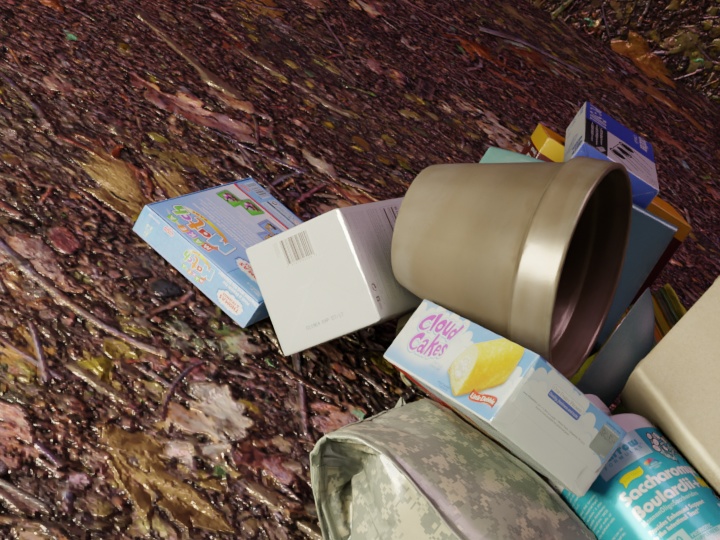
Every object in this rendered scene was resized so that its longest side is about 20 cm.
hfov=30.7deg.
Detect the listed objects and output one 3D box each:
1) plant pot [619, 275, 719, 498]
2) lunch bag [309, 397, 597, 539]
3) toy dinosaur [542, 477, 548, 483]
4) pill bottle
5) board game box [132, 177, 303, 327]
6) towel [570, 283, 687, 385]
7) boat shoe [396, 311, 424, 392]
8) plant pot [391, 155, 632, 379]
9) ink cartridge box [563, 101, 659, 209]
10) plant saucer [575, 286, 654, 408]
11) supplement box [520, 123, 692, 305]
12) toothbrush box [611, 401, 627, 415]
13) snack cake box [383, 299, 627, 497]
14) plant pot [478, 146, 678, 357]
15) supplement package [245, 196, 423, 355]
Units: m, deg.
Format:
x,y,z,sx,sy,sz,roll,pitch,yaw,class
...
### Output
x,y,z,sx,sy,sz,roll,pitch,yaw,class
0.341,0.113,1.154,0.177,0.200,0.200,42,-6,14,plant pot
0.061,0.194,1.037,0.200,0.118,0.164,47,25,18,lunch bag
0.234,0.219,1.217,0.200,0.101,0.058,48,28,-25,toy dinosaur
0.231,0.196,1.090,0.111,0.111,0.200,6,36,-45,pill bottle
-0.114,-0.024,1.325,0.151,0.037,0.200,41,25,13,board game box
0.255,0.085,1.400,0.018,0.200,0.086,57,10,-30,towel
0.111,0.117,1.309,0.200,0.075,0.069,30,51,-25,boat shoe
0.130,-0.019,1.180,0.173,0.200,0.200,17,17,26,plant pot
0.270,-0.122,1.421,0.094,0.044,0.200,33,21,-3,ink cartridge box
0.235,0.108,1.270,0.039,0.201,0.201,36,24,11,plant saucer
0.242,-0.032,1.549,0.197,0.200,0.133,31,13,-5,supplement box
0.345,0.151,1.357,0.086,0.200,0.146,30,23,-10,toothbrush box
0.115,0.102,1.092,0.115,0.067,0.200,39,-6,-26,snack cake box
0.188,-0.027,1.325,0.200,0.142,0.141,33,-4,8,plant pot
0.000,0.000,1.278,0.200,0.114,0.110,-15,84,-62,supplement package
